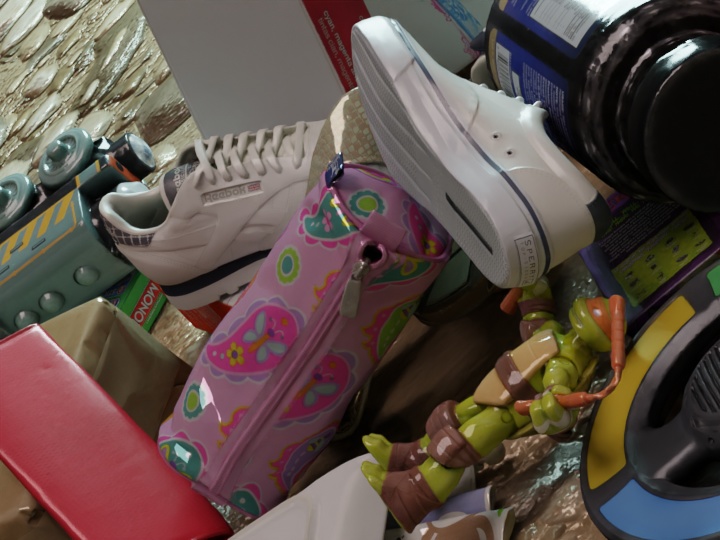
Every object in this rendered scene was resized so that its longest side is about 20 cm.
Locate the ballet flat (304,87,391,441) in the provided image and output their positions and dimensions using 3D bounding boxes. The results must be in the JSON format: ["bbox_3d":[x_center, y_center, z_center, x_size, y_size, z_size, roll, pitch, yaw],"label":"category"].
[{"bbox_3d":[0.000,0.000,1.576,0.062,0.067,0.201,-138,54,-62],"label":"ballet flat"}]

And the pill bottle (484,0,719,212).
[{"bbox_3d":[0.146,-0.099,1.468,0.112,0.112,0.200,-45,26,1],"label":"pill bottle"}]

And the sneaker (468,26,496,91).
[{"bbox_3d":[0.112,-0.150,1.675,0.129,0.080,0.199,-28,41,14],"label":"sneaker"}]

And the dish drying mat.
[{"bbox_3d":[-0.157,0.103,1.589,0.077,0.018,0.200,-28,49,-26],"label":"dish drying mat"}]

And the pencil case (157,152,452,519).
[{"bbox_3d":[-0.029,0.037,1.514,0.200,0.087,0.088,-55,22,24],"label":"pencil case"}]

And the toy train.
[{"bbox_3d":[-0.212,-0.008,1.882,0.200,0.085,0.114,-35,41,16],"label":"toy train"}]

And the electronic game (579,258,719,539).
[{"bbox_3d":[0.185,0.054,1.335,0.200,0.042,0.200,-34,29,21],"label":"electronic game"}]

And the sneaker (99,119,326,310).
[{"bbox_3d":[-0.058,-0.048,1.639,0.200,0.081,0.076,-29,29,25],"label":"sneaker"}]

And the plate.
[{"bbox_3d":[-0.068,0.201,1.471,0.199,0.032,0.200,-36,29,34],"label":"plate"}]

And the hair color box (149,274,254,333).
[{"bbox_3d":[-0.042,-0.007,1.715,0.111,0.064,0.200,-49,26,-11],"label":"hair color box"}]

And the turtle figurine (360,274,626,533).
[{"bbox_3d":[0.077,0.058,1.430,0.161,0.064,0.200,-39,22,12],"label":"turtle figurine"}]

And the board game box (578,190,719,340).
[{"bbox_3d":[0.203,-0.052,1.473,0.200,0.032,0.120,-41,30,9],"label":"board game box"}]

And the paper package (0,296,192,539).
[{"bbox_3d":[-0.209,0.135,1.709,0.200,0.103,0.191,-26,32,34],"label":"paper package"}]

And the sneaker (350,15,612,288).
[{"bbox_3d":[0.060,-0.065,1.459,0.071,0.073,0.200,-19,48,-18],"label":"sneaker"}]

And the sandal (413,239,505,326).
[{"bbox_3d":[0.071,-0.019,1.592,0.082,0.055,0.200,-34,16,16],"label":"sandal"}]

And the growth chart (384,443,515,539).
[{"bbox_3d":[0.022,0.169,1.433,0.145,0.018,0.200,-26,33,31],"label":"growth chart"}]

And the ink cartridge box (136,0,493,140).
[{"bbox_3d":[-0.010,-0.176,1.750,0.145,0.145,0.200,-9,23,49],"label":"ink cartridge box"}]

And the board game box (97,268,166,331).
[{"bbox_3d":[-0.205,0.032,1.926,0.200,0.029,0.135,-12,43,47],"label":"board game box"}]
